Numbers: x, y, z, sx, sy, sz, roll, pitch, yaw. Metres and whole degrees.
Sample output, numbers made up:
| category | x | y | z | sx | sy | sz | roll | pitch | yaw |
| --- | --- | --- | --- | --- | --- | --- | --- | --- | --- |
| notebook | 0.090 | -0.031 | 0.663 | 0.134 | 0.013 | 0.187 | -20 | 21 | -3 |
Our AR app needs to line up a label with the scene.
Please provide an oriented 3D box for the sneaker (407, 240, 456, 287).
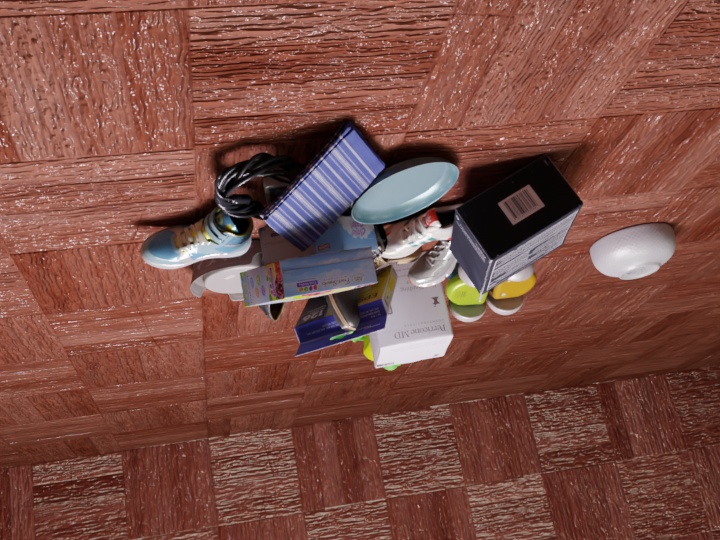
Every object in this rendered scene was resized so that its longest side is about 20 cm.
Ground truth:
| category | x | y | z | sx | sy | sz | roll | pitch | yaw |
| --- | --- | --- | --- | --- | --- | --- | --- | --- | --- |
| sneaker | 0.172 | -0.049 | 1.783 | 0.199 | 0.076 | 0.092 | -36 | 144 | 1 |

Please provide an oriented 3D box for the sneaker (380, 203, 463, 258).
| category | x | y | z | sx | sy | sz | roll | pitch | yaw |
| --- | --- | --- | --- | --- | --- | --- | --- | --- | --- |
| sneaker | 0.117 | -0.085 | 1.692 | 0.198 | 0.071 | 0.094 | -15 | 158 | 0 |

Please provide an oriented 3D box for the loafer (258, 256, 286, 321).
| category | x | y | z | sx | sy | sz | roll | pitch | yaw |
| --- | --- | --- | --- | --- | --- | --- | --- | --- | --- |
| loafer | -0.146 | 0.008 | 1.662 | 0.072 | 0.072 | 0.201 | -8 | 137 | -28 |

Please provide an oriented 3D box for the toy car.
| category | x | y | z | sx | sy | sz | roll | pitch | yaw |
| --- | --- | --- | --- | --- | --- | --- | --- | --- | --- |
| toy car | 0.267 | 0.004 | 1.896 | 0.198 | 0.151 | 0.176 | -10 | 143 | -14 |

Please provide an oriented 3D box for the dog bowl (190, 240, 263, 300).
| category | x | y | z | sx | sy | sz | roll | pitch | yaw |
| --- | --- | --- | --- | --- | --- | --- | --- | --- | --- |
| dog bowl | -0.240 | 0.000 | 1.754 | 0.198 | 0.059 | 0.200 | -10 | 160 | -4 |

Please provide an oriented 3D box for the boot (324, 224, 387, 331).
| category | x | y | z | sx | sy | sz | roll | pitch | yaw |
| --- | --- | --- | --- | --- | --- | --- | --- | --- | --- |
| boot | 0.000 | 0.000 | 1.671 | 0.138 | 0.201 | 0.077 | -23 | 160 | 22 |

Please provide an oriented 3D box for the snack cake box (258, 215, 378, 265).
| category | x | y | z | sx | sy | sz | roll | pitch | yaw |
| --- | --- | --- | --- | --- | --- | --- | --- | --- | --- |
| snack cake box | -0.071 | -0.055 | 1.566 | 0.114 | 0.068 | 0.199 | -12 | 177 | 32 |

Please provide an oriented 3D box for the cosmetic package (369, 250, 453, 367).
| category | x | y | z | sx | sy | sz | roll | pitch | yaw |
| --- | --- | --- | --- | --- | --- | --- | --- | --- | --- |
| cosmetic package | 0.097 | 0.087 | 1.950 | 0.163 | 0.202 | 0.165 | -10 | 160 | -6 |

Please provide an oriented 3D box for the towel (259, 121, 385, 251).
| category | x | y | z | sx | sy | sz | roll | pitch | yaw |
| --- | --- | --- | --- | --- | --- | --- | --- | --- | --- |
| towel | -0.056 | -0.128 | 1.387 | 0.200 | 0.024 | 0.145 | -46 | 148 | 3 |

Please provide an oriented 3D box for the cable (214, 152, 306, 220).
| category | x | y | z | sx | sy | sz | roll | pitch | yaw |
| --- | --- | --- | --- | --- | --- | --- | --- | --- | --- |
| cable | -0.151 | -0.129 | 1.418 | 0.199 | 0.051 | 0.163 | 5 | 157 | -38 |

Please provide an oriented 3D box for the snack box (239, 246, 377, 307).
| category | x | y | z | sx | sy | sz | roll | pitch | yaw |
| --- | --- | --- | --- | --- | --- | --- | --- | --- | --- |
| snack box | -0.090 | 0.013 | 1.482 | 0.167 | 0.068 | 0.200 | -9 | 179 | -25 |

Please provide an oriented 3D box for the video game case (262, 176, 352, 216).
| category | x | y | z | sx | sy | sz | roll | pitch | yaw |
| --- | --- | --- | --- | --- | --- | --- | --- | --- | --- |
| video game case | -0.064 | -0.128 | 1.545 | 0.198 | 0.023 | 0.182 | -8 | 160 | -4 |

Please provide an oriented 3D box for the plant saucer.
| category | x | y | z | sx | sy | sz | roll | pitch | yaw |
| --- | --- | --- | --- | --- | --- | --- | --- | --- | --- |
| plant saucer | 0.073 | -0.141 | 1.527 | 0.199 | 0.028 | 0.200 | -19 | 162 | -7 |

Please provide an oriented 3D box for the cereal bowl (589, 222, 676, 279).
| category | x | y | z | sx | sy | sz | roll | pitch | yaw |
| --- | --- | --- | --- | --- | --- | --- | --- | --- | --- |
| cereal bowl | 0.642 | -0.034 | 2.074 | 0.198 | 0.084 | 0.200 | -10 | 161 | -4 |

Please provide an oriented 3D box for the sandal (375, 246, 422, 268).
| category | x | y | z | sx | sy | sz | roll | pitch | yaw |
| --- | --- | --- | --- | --- | --- | --- | --- | --- | --- |
| sandal | 0.034 | -0.042 | 1.766 | 0.210 | 0.078 | 0.070 | -11 | 158 | -23 |

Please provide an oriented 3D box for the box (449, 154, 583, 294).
| category | x | y | z | sx | sy | sz | roll | pitch | yaw |
| --- | --- | --- | --- | --- | --- | --- | --- | --- | --- |
| box | 0.276 | -0.079 | 1.623 | 0.199 | 0.124 | 0.199 | -31 | 162 | -8 |

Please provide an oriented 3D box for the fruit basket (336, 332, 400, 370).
| category | x | y | z | sx | sy | sz | roll | pitch | yaw |
| --- | --- | --- | --- | --- | --- | --- | --- | --- | --- |
| fruit basket | 0.033 | 0.152 | 2.102 | 0.214 | 0.217 | 0.155 | 5 | 155 | -37 |

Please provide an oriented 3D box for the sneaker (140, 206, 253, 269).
| category | x | y | z | sx | sy | sz | roll | pitch | yaw |
| --- | --- | --- | --- | --- | --- | --- | --- | --- | --- |
| sneaker | -0.277 | -0.066 | 1.529 | 0.199 | 0.080 | 0.131 | -13 | 165 | -23 |

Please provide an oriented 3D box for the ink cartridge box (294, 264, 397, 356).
| category | x | y | z | sx | sy | sz | roll | pitch | yaw |
| --- | --- | --- | --- | --- | --- | --- | --- | --- | --- |
| ink cartridge box | -0.031 | 0.077 | 1.765 | 0.196 | 0.047 | 0.200 | -19 | -160 | 19 |
